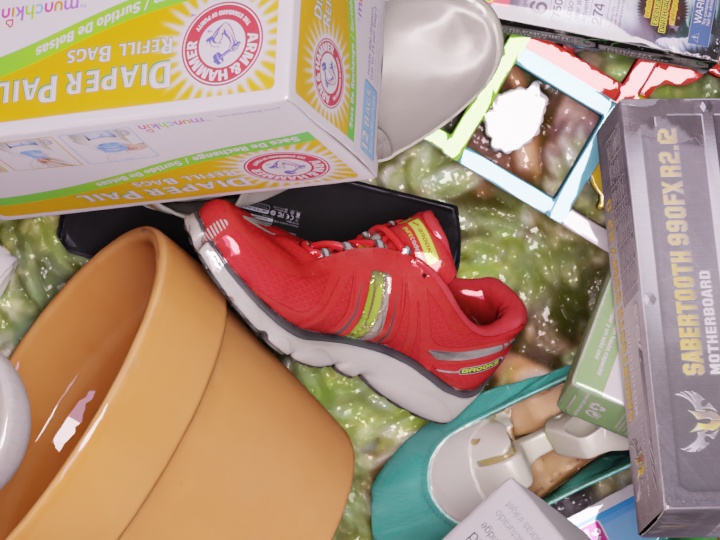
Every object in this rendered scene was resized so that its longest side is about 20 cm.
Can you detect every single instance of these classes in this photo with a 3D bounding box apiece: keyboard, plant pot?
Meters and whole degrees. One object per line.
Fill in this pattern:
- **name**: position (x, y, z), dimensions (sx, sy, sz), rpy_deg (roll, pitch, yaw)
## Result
- **keyboard**: position (-0.045, -0.038, 1.420), dimensions (0.199, 0.040, 0.104), rpy_deg (14, 117, -2)
- **plant pot**: position (-0.097, 0.099, 1.352), dimensions (0.140, 0.200, 0.200), rpy_deg (33, 93, -18)

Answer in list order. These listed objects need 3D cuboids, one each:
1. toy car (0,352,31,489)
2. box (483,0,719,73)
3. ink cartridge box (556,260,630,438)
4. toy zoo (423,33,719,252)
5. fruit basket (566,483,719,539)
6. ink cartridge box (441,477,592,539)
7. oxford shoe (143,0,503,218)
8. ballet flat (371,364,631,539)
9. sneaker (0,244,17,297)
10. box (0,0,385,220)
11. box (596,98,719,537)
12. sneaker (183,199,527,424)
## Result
- **toy car**: position (-0.263, 0.072, 1.272), dimensions (0.200, 0.175, 0.150), rpy_deg (-53, 55, 11)
- **box**: position (0.122, -0.207, 1.385), dimensions (0.137, 0.040, 0.201), rpy_deg (10, 85, -1)
- **ink cartridge box**: position (0.210, 0.037, 1.363), dimensions (0.200, 0.048, 0.146), rpy_deg (23, 68, 0)
- **toy zoo**: position (0.126, -0.083, 1.416), dimensions (0.200, 0.020, 0.131), rpy_deg (30, 93, -1)
- **fruit basket**: position (0.223, 0.160, 1.393), dimensions (0.200, 0.094, 0.186), rpy_deg (-26, 93, 2)
- **ink cartridge box**: position (0.050, 0.219, 1.301), dimensions (0.200, 0.087, 0.145), rpy_deg (-43, 54, 6)
- **oxford shoe**: position (-0.025, -0.074, 1.352), dimensions (0.200, 0.058, 0.075), rpy_deg (-21, 102, 7)
- **ballet flat**: position (0.091, 0.083, 1.401), dimensions (0.200, 0.070, 0.067), rpy_deg (-27, 93, 2)
- **sneaker**: position (-0.256, 0.045, 1.399), dimensions (0.116, 0.074, 0.200), rpy_deg (40, 91, 1)
- **box**: position (-0.097, -0.098, 1.289), dimensions (0.199, 0.101, 0.113), rpy_deg (-6, 70, 22)
- **box**: position (0.198, 0.020, 1.316), dimensions (0.158, 0.048, 0.201), rpy_deg (-2, 71, -10)
- **sneaker**: position (0.000, 0.000, 1.354), dimensions (0.200, 0.077, 0.085), rpy_deg (25, 114, -41)
